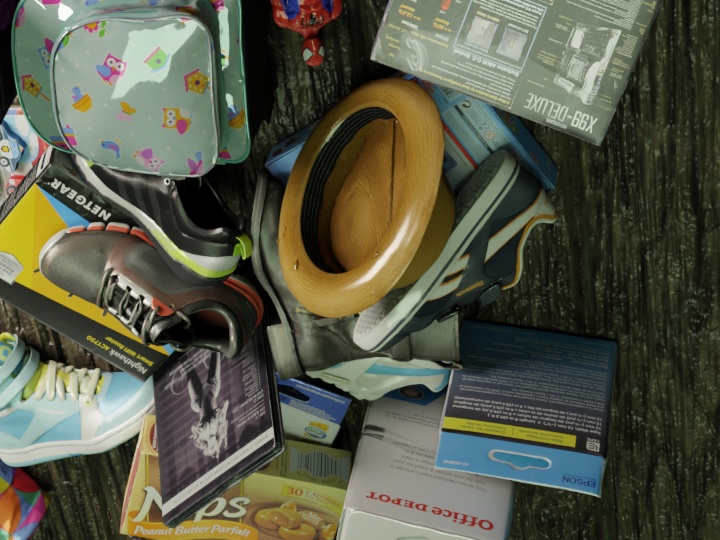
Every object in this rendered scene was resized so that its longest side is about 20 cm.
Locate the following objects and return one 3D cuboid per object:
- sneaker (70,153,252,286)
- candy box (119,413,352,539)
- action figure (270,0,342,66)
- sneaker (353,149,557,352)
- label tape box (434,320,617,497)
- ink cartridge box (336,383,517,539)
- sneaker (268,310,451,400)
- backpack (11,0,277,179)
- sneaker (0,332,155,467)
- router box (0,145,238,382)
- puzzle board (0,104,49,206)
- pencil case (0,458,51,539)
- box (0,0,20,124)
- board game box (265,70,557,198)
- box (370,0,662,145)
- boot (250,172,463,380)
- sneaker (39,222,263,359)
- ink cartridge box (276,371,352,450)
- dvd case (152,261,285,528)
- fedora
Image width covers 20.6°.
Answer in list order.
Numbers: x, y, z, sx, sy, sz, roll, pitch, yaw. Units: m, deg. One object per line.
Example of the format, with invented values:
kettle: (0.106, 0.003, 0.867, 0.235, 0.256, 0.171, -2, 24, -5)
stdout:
sneaker: (-0.161, -0.077, 1.667, 0.200, 0.072, 0.083, 44, 133, 11)
candy box: (-0.116, 0.207, 1.845, 0.198, 0.056, 0.116, 12, 130, -8)
action figure: (-0.046, -0.251, 1.560, 0.065, 0.052, 0.201, -14, 128, -11)
sneaker: (0.082, 0.002, 1.624, 0.079, 0.079, 0.200, 38, 99, -18)
label tape box: (0.143, 0.134, 1.707, 0.142, 0.201, 0.067, 8, 128, 6)
ink cartridge box: (0.064, 0.191, 1.765, 0.145, 0.201, 0.086, 14, 127, 2)
sneaker: (-0.015, 0.075, 1.772, 0.198, 0.077, 0.081, -2, 116, 13)
backpack: (-0.181, -0.167, 1.586, 0.198, 0.154, 0.177, 6, 123, 14)
sneaker: (-0.285, 0.107, 1.853, 0.199, 0.080, 0.131, -18, 121, 22)
router box: (-0.229, -0.006, 1.754, 0.199, 0.051, 0.149, 32, 120, -21)
puzzle board: (-0.297, -0.058, 1.774, 0.149, 0.017, 0.201, -1, 125, 12)
pencil case: (-0.395, 0.197, 1.939, 0.088, 0.089, 0.200, -30, 113, 28)
box: (-0.312, -0.171, 1.580, 0.036, 0.201, 0.144, 4, 127, 8)
board game box: (0.042, -0.087, 1.671, 0.199, 0.037, 0.151, -29, 115, 27)
box: (0.126, -0.206, 1.538, 0.198, 0.050, 0.159, 19, 114, -3)
boot: (0.000, 0.000, 1.685, 0.172, 0.069, 0.202, -10, 110, 4)
sneaker: (-0.181, 0.022, 1.686, 0.198, 0.082, 0.077, 16, 126, -3)
ink cartridge box: (-0.092, 0.160, 1.875, 0.118, 0.042, 0.201, 21, 130, -6)
dvd case: (-0.129, 0.109, 1.752, 0.016, 0.201, 0.148, 27, 130, -37)
fedora: (0.018, -0.052, 1.589, 0.081, 0.202, 0.200, 23, 132, -40)
